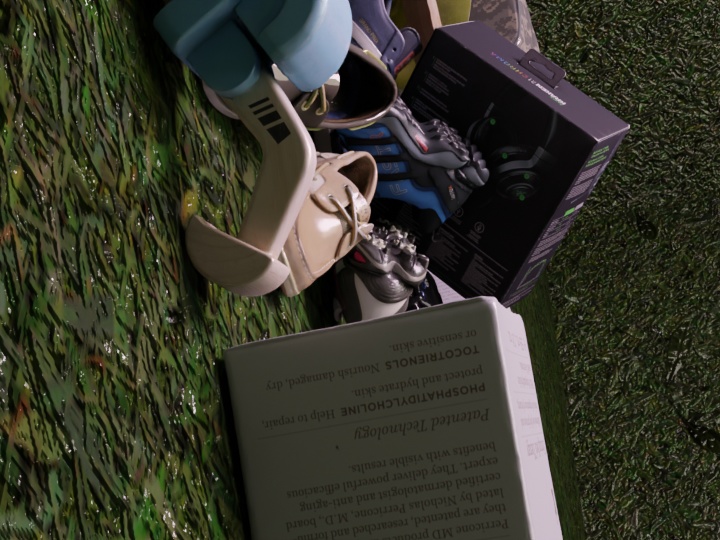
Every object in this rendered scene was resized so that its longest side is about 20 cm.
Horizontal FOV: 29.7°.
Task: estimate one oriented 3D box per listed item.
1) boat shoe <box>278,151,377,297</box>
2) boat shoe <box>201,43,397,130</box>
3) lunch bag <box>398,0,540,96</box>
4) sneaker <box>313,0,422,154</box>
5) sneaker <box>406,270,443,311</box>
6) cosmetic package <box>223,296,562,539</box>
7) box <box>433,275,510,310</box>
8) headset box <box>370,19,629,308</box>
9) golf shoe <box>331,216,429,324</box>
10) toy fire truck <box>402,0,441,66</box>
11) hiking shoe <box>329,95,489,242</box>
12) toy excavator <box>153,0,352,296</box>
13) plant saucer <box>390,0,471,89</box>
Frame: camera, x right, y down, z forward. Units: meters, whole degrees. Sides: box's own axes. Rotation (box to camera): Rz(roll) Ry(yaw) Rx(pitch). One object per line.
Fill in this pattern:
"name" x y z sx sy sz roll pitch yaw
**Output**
"boat shoe" -0.026 -0.043 0.986 0.200 0.064 0.073 -69 145 -67
"boat shoe" -0.038 -0.134 0.932 0.201 0.060 0.073 -5 106 -64
"lunch bag" 0.107 -0.213 1.484 0.168 0.197 0.141 60 21 -52
"sneaker" 0.009 -0.168 1.149 0.075 0.083 0.203 28 68 -86
"sneaker" 0.030 0.056 1.140 0.200 0.072 0.114 -31 107 -76
"cosmetic package" 0.030 0.135 0.824 0.167 0.164 0.203 23 56 -76
"box" 0.099 0.088 1.360 0.153 0.105 0.202 66 16 -46
"headset box" 0.110 -0.096 1.180 0.092 0.173 0.202 -24 147 -58
"golf shoe" 0.000 0.000 1.101 0.200 0.076 0.089 -103 -147 -76
"toy fire truck" 0.042 -0.300 1.207 0.200 0.129 0.176 46 -29 -3
"hiking shoe" 0.008 -0.102 1.091 0.199 0.087 0.075 33 17 -14
"toy excavator" -0.057 -0.115 0.783 0.201 0.194 0.100 52 4 18
"plant saucer" 0.032 -0.278 1.336 0.031 0.199 0.203 -11 88 -36
